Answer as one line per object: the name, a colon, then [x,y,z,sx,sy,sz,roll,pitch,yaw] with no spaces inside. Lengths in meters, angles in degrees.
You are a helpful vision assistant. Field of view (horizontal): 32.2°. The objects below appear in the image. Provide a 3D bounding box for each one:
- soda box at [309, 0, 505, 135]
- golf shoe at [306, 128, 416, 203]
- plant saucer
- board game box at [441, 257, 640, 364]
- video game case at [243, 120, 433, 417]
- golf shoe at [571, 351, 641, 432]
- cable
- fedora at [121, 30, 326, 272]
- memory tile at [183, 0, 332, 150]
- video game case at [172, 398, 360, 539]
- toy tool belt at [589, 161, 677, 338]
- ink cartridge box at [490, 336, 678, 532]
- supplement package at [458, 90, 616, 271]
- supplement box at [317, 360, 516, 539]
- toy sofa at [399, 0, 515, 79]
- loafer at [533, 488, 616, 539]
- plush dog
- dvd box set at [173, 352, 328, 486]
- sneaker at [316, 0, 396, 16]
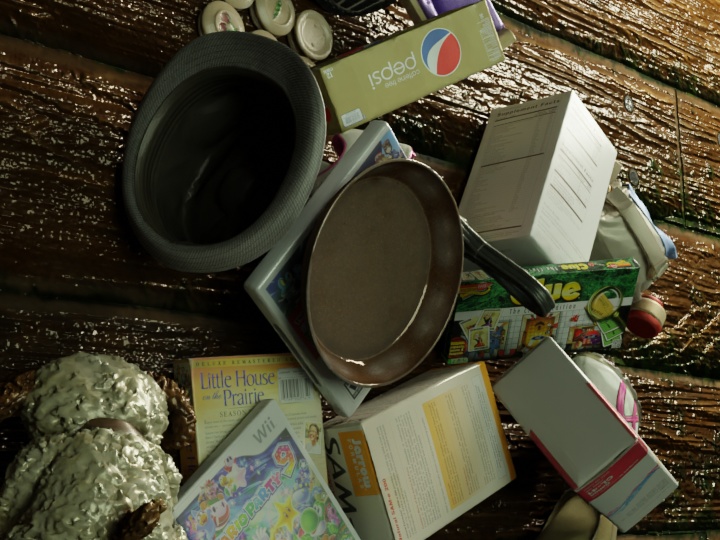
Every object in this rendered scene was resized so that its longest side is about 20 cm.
soda box: [0.037,-0.192,1.187,0.199,0.068,0.064,-26,103,-26]
golf shoe: [-0.023,-0.047,1.173,0.091,0.075,0.201,28,66,-3]
plant saucer: [0.015,0.000,1.088,0.200,0.034,0.201,-16,113,-43]
board game box: [0.185,0.042,1.285,0.199,0.023,0.105,-5,121,-15]
video game case: [0.000,0.000,1.113,0.200,0.023,0.183,-53,133,-23]
golf shoe: [0.280,0.192,1.426,0.092,0.072,0.201,-32,105,-44]
cable: [0.112,-0.034,1.209,0.050,0.200,0.097,-45,145,-21]
fedora: [-0.104,-0.087,1.036,0.090,0.176,0.201,42,62,-68]
memory tile: [-0.095,-0.178,1.152,0.153,0.017,0.201,31,60,-39]
video game case: [-0.069,0.230,1.045,0.143,0.018,0.201,-46,115,-40]
toy tool belt: [0.322,-0.028,1.484,0.200,0.125,0.123,50,58,-28]
ink cartridge box: [0.232,0.172,1.280,0.148,0.086,0.200,50,3,34]
supplement package: [0.189,-0.078,1.357,0.110,0.113,0.201,45,52,-35]
supplement box: [0.053,0.176,1.188,0.200,0.073,0.127,-19,95,-48]
toy sofa: [0.077,-0.298,1.280,0.083,0.098,0.200,-35,112,-1]
loafer: [0.215,0.305,1.330,0.068,0.076,0.200,55,47,-32]
plush dog: [-0.191,0.135,0.886,0.199,0.161,0.173,11,50,-31]
dvd box set: [-0.089,0.172,1.070,0.146,0.029,0.201,0,83,-46]
sneaker: [-0.034,-0.317,1.209,0.200,0.074,0.081,29,57,-41]
